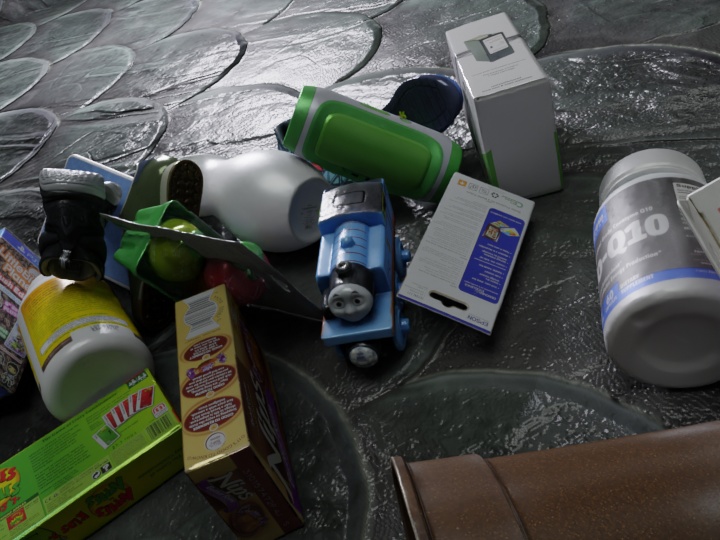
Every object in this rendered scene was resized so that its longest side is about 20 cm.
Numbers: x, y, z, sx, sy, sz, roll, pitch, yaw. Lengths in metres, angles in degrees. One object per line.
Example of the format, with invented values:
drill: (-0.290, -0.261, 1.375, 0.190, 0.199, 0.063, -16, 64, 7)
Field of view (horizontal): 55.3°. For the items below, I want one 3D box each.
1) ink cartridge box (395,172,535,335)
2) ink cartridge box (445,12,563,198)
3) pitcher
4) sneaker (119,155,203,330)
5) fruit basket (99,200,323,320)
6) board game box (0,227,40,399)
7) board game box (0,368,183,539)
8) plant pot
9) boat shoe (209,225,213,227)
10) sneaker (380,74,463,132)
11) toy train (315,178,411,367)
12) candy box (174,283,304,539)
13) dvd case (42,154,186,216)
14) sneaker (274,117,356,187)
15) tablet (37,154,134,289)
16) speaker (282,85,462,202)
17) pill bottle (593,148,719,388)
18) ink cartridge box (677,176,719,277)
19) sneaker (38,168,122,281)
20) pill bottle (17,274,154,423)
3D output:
ink cartridge box: (0.109, -0.017, 0.698, 0.095, 0.037, 0.200, 22, 47, 8)
ink cartridge box: (0.170, -0.197, 0.824, 0.084, 0.146, 0.200, -15, 38, 8)
pitcher: (-0.116, -0.098, 0.870, 0.200, 0.121, 0.171, 17, 25, 37)
sneaker: (-0.244, -0.038, 0.807, 0.090, 0.200, 0.067, 19, 11, 35)
fruit basket: (-0.142, -0.006, 0.709, 0.200, 0.185, 0.094, 5, 66, 32)
board game box: (-0.469, 0.072, 0.804, 0.159, 0.097, 0.200, -26, 37, 14)
board game box: (-0.258, 0.188, 0.635, 0.200, 0.048, 0.102, -34, 40, -17)
plant pot: (0.135, 0.178, 0.369, 0.198, 0.200, 0.200, -13, 38, -2)
boat shoe: (-0.291, -0.032, 0.906, 0.201, 0.063, 0.074, -5, 0, 5)
sneaker: (0.086, -0.208, 0.885, 0.082, 0.074, 0.200, -22, 6, -19)
toy train: (0.000, 0.000, 0.689, 0.087, 0.114, 0.200, -11, 39, 13)
candy box: (-0.110, 0.118, 0.596, 0.056, 0.117, 0.200, -23, 38, -2)
dvd case: (-0.315, -0.109, 0.965, 0.200, 0.025, 0.150, -17, -1, 4)
sneaker: (-0.049, -0.153, 0.909, 0.200, 0.096, 0.079, 21, 54, 40)
tablet: (-0.307, -0.055, 0.860, 0.200, 0.014, 0.130, 22, 93, 17)
speaker: (0.014, -0.147, 0.809, 0.200, 0.089, 0.089, 19, 41, -10)
pill bottle: (0.260, -0.011, 0.587, 0.114, 0.114, 0.200, -5, 40, 18)
ink cartridge box: (0.310, -0.024, 0.499, 0.067, 0.117, 0.200, -36, -15, 38)
sneaker: (-0.311, -0.046, 0.758, 0.075, 0.114, 0.200, 4, 0, -13)
pill bottle: (-0.304, 0.072, 0.744, 0.109, 0.109, 0.200, -34, 40, -16)
